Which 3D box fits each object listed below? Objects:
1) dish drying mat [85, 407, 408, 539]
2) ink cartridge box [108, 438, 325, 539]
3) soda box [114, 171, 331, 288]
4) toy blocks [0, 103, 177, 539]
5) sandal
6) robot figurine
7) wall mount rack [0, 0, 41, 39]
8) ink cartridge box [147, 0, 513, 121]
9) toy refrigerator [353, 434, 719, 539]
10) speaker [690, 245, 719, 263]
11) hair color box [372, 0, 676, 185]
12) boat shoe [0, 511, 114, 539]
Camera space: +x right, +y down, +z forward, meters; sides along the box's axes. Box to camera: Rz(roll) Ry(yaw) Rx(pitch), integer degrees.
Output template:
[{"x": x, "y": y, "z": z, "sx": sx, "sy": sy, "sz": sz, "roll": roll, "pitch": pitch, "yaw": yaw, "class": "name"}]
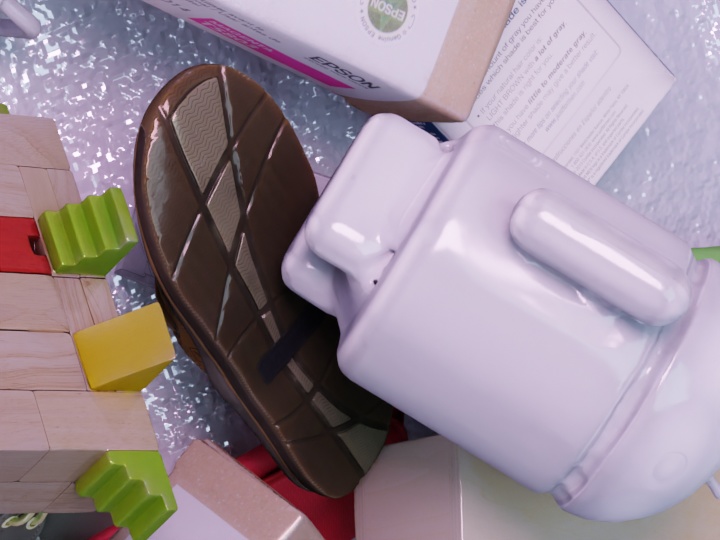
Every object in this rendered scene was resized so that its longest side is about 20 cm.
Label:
[{"x": -0.059, "y": 0.117, "z": 1.190, "sx": 0.200, "sy": 0.018, "sz": 0.077, "roll": -27, "pitch": 136, "yaw": -30, "class": "dish drying mat"}, {"x": -0.077, "y": 0.198, "z": 1.148, "sx": 0.200, "sy": 0.075, "sz": 0.165, "roll": -47, "pitch": 138, "yaw": -12, "class": "ink cartridge box"}, {"x": 0.000, "y": 0.000, "z": 1.204, "sx": 0.199, "sy": 0.063, "sz": 0.069, "roll": 17, "pitch": 90, "yaw": -28, "class": "soda box"}, {"x": -0.163, "y": 0.013, "z": 1.046, "sx": 0.136, "sy": 0.100, "sz": 0.201, "roll": 4, "pitch": 56, "yaw": -40, "class": "toy blocks"}, {"x": -0.046, "y": 0.007, "z": 1.118, "sx": 0.082, "sy": 0.054, "sz": 0.200, "roll": -48, "pitch": 131, "yaw": -26, "class": "sandal"}, {"x": 0.070, "y": 0.021, "z": 1.074, "sx": 0.200, "sy": 0.170, "sz": 0.113, "roll": 32, "pitch": 68, "yaw": -2, "class": "robot figurine"}, {"x": -0.164, "y": -0.189, "z": 1.092, "sx": 0.174, "sy": 0.074, "sz": 0.200, "roll": 40, "pitch": 76, "yaw": -29, "class": "wall mount rack"}, {"x": -0.022, "y": -0.170, "z": 1.084, "sx": 0.200, "sy": 0.075, "sz": 0.165, "roll": 23, "pitch": 84, "yaw": -32, "class": "ink cartridge box"}, {"x": 0.099, "y": 0.107, "z": 1.209, "sx": 0.199, "sy": 0.076, "sz": 0.070, "roll": 7, "pitch": 76, "yaw": -35, "class": "toy refrigerator"}, {"x": 0.151, "y": 0.030, "z": 1.227, "sx": 0.200, "sy": 0.088, "sz": 0.089, "roll": -4, "pitch": 100, "yaw": -62, "class": "speaker"}, {"x": 0.035, "y": -0.114, "z": 1.210, "sx": 0.200, "sy": 0.060, "sz": 0.100, "roll": 45, "pitch": 75, "yaw": -25, "class": "hair color box"}, {"x": -0.159, "y": 0.082, "z": 1.128, "sx": 0.201, "sy": 0.060, "sz": 0.072, "roll": 15, "pitch": 89, "yaw": -32, "class": "boat shoe"}]
